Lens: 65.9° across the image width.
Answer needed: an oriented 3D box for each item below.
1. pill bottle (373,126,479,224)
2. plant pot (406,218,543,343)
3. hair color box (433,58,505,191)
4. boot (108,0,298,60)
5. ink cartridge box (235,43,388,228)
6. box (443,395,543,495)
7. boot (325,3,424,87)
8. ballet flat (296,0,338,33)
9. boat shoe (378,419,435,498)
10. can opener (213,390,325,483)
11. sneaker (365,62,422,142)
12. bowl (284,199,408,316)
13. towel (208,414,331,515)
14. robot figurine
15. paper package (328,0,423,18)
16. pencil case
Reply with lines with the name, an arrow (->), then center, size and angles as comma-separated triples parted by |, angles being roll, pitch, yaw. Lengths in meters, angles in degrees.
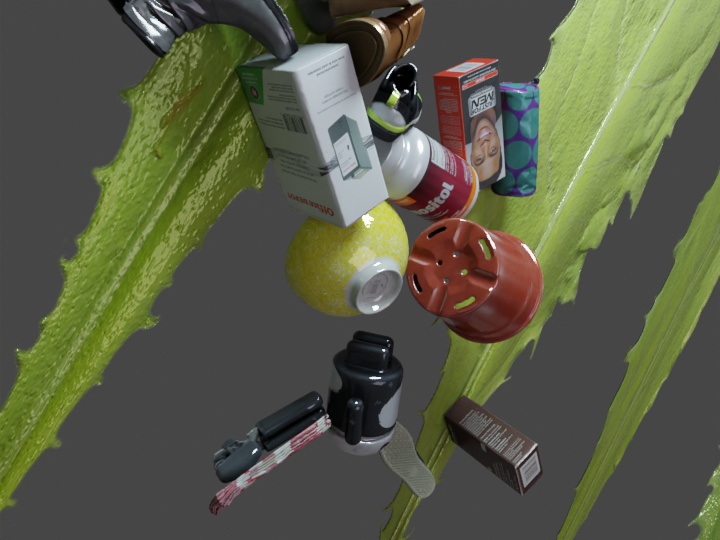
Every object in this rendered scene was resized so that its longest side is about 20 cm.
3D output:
pill bottle -> 0.085, -0.149, 0.854 | 0.198, 0.112, 0.114 | 19, 95, -42
plant pot -> 0.178, 0.011, 0.901 | 0.195, 0.199, 0.203 | 19, 95, -60
hair color box -> 0.187, -0.239, 0.937 | 0.101, 0.061, 0.202 | -31, 125, -28
boot -> -0.175, -0.273, 0.598 | 0.200, 0.070, 0.132 | 42, 79, -10
ink cartridge box -> -0.059, -0.172, 0.704 | 0.084, 0.145, 0.202 | -35, 127, -24
box -> 0.273, 0.357, 1.153 | 0.075, 0.199, 0.101 | -36, 126, -20
boot -> 0.028, -0.294, 0.702 | 0.154, 0.200, 0.074 | -38, 105, -16
ballet flat -> -0.056, -0.392, 0.672 | 0.067, 0.063, 0.202 | -29, 124, -24
boat shoe -> 0.079, 0.363, 1.091 | 0.074, 0.062, 0.201 | -39, 113, -15
can opener -> -0.135, 0.264, 0.867 | 0.198, 0.067, 0.054 | -26, 123, -25
sneaker -> 0.060, -0.240, 0.756 | 0.071, 0.201, 0.083 | 28, 125, -6
bowl -> 0.000, 0.000, 0.810 | 0.198, 0.108, 0.202 | -22, 137, -22
towel -> -0.138, 0.299, 0.850 | 0.199, 0.023, 0.144 | -30, 166, -30
robot figurine -> 0.008, 0.207, 0.923 | 0.149, 0.124, 0.203 | -6, 110, -38
paper package -> 0.024, -0.420, 0.653 | 0.191, 0.102, 0.203 | -55, 140, -54
pencil case -> 0.276, -0.235, 0.997 | 0.084, 0.093, 0.203 | -7, 118, -1
